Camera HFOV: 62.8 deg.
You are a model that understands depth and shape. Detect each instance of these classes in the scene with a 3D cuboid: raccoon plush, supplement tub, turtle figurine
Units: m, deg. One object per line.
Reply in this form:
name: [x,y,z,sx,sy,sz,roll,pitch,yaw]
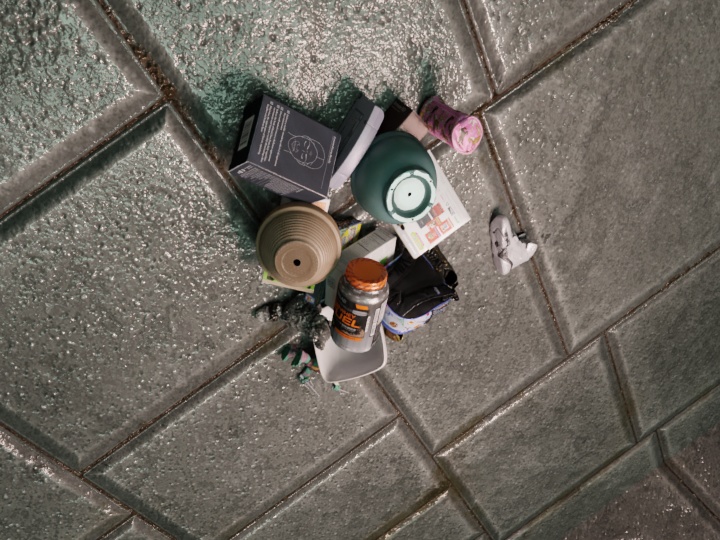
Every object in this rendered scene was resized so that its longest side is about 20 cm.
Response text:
raccoon plush: [-0.161,0.148,1.494,0.195,0.136,0.098,-18,134,3]
supplement tub: [-0.001,0.080,1.375,0.119,0.124,0.204,-4,128,-21]
turtle figurine: [-0.119,0.274,1.630,0.199,0.148,0.103,37,58,-33]

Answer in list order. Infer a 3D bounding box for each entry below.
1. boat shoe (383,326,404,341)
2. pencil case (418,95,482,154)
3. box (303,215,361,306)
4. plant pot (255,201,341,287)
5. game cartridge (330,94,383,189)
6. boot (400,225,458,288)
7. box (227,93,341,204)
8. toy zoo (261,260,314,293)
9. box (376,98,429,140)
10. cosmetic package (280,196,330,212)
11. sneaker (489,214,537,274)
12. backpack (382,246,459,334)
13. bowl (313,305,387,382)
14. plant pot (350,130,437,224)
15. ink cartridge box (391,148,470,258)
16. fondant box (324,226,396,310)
boat shoe: [0.095,0.102,1.625,0.071,0.067,0.204,-28,128,-30]
pencil case: [0.202,-0.332,1.340,0.085,0.201,0.084,19,111,-29]
box: [-0.069,-0.024,1.464,0.136,0.037,0.204,-26,137,-55]
plant pot: [-0.139,-0.040,1.306,0.195,0.093,0.206,0,118,-1]
game cartridge: [-0.023,-0.284,1.312,0.040,0.134,0.202,27,107,-26]
boot: [0.184,-0.050,1.541,0.077,0.139,0.199,-43,126,7]
box: [-0.158,-0.250,1.252,0.197,0.106,0.153,21,75,-32]
toy zoo: [-0.149,-0.051,1.368,0.128,0.021,0.204,12,116,-10]
box: [0.055,-0.287,1.366,0.200,0.101,0.075,-46,126,7]
cosmetic package: [-0.147,-0.096,1.410,0.099,0.072,0.204,2,119,-25]
sneaker: [0.433,-0.088,1.672,0.113,0.076,0.203,-23,131,-10]
backpack: [0.111,0.062,1.483,0.188,0.201,0.156,-24,152,-39]
bowl: [-0.022,0.181,1.555,0.196,0.205,0.074,-18,167,21]
plant pot: [0.089,-0.186,1.294,0.195,0.135,0.205,-9,120,-16]
ink cartridge box: [0.142,-0.163,1.448,0.174,0.084,0.202,-34,104,0]
fondant box: [0.000,0.000,1.479,0.198,0.058,0.147,-32,143,-35]
